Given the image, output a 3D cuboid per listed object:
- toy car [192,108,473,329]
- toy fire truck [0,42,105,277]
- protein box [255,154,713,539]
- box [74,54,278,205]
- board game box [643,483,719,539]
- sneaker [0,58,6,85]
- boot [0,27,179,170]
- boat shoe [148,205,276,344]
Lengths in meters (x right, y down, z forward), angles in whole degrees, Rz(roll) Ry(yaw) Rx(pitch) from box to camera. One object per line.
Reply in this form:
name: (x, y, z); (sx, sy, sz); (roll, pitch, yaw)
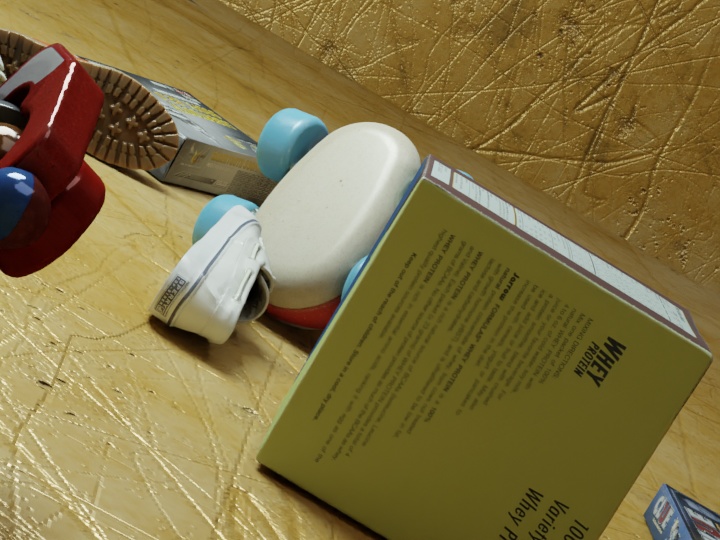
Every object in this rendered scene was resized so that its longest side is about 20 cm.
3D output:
toy car: (0.000, 0.000, 1.529); (0.184, 0.177, 0.200); (22, -25, 32)
toy fire truck: (-0.190, -0.015, 0.842); (0.112, 0.200, 0.168); (49, -2, -26)
protein box: (0.075, 0.069, 1.165); (0.199, 0.199, 0.135); (31, 10, -1)
box: (-0.177, -0.131, 1.817); (0.158, 0.049, 0.200); (36, 11, 27)
board game box: (0.295, 0.239, 1.457); (0.135, 0.035, 0.200); (30, 10, -6)
sneaker: (-0.343, -0.178, 1.562); (0.100, 0.075, 0.200); (47, 3, -26)
boot: (-0.247, -0.156, 1.680); (0.199, 0.075, 0.107); (29, 5, -3)
boat shoe: (-0.092, 0.006, 1.351); (0.066, 0.072, 0.200); (35, 11, 0)
